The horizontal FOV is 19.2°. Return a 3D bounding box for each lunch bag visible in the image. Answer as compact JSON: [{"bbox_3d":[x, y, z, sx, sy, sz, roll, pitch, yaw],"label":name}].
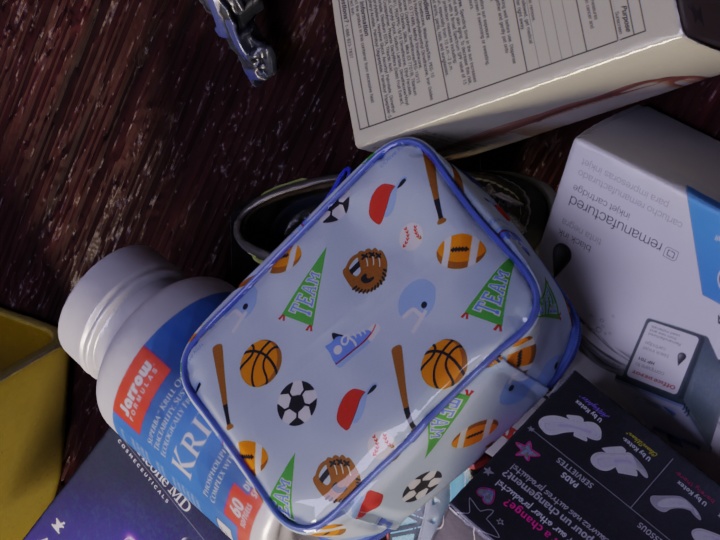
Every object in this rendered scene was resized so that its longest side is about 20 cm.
[{"bbox_3d":[0.010,0.034,1.110,0.200,0.076,0.160,-44,57,10],"label":"lunch bag"}]

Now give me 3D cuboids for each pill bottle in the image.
[{"bbox_3d":[-0.083,0.074,1.241,0.200,0.112,0.112,38,124,27],"label":"pill bottle"}]

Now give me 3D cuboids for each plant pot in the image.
[{"bbox_3d":[-0.325,0.143,1.461,0.194,0.195,0.200,17,121,30],"label":"plant pot"}]

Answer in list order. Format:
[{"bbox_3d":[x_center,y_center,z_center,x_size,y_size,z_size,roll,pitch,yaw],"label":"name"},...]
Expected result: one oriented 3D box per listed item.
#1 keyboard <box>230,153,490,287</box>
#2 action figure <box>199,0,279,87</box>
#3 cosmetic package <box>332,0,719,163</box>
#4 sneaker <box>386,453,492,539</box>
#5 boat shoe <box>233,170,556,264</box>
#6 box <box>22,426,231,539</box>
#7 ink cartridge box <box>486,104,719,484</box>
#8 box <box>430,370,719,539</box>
[{"bbox_3d":[0.000,0.000,1.259,0.200,0.021,0.127,-15,70,39],"label":"keyboard"},{"bbox_3d":[-0.055,-0.209,1.224,0.193,0.105,0.200,9,137,40],"label":"action figure"},{"bbox_3d":[0.092,-0.131,1.105,0.200,0.087,0.104,-15,77,35],"label":"cosmetic package"},{"bbox_3d":[0.046,0.124,1.267,0.095,0.079,0.200,24,110,38],"label":"sneaker"},{"bbox_3d":[0.017,-0.023,1.196,0.201,0.061,0.072,-7,74,39],"label":"boat shoe"},{"bbox_3d":[-0.118,0.179,1.373,0.148,0.104,0.200,48,127,13],"label":"box"},{"bbox_3d":[0.164,0.036,1.134,0.146,0.086,0.200,29,120,24],"label":"ink cartridge box"},{"bbox_3d":[0.100,0.171,1.109,0.132,0.115,0.200,38,146,12],"label":"box"}]
